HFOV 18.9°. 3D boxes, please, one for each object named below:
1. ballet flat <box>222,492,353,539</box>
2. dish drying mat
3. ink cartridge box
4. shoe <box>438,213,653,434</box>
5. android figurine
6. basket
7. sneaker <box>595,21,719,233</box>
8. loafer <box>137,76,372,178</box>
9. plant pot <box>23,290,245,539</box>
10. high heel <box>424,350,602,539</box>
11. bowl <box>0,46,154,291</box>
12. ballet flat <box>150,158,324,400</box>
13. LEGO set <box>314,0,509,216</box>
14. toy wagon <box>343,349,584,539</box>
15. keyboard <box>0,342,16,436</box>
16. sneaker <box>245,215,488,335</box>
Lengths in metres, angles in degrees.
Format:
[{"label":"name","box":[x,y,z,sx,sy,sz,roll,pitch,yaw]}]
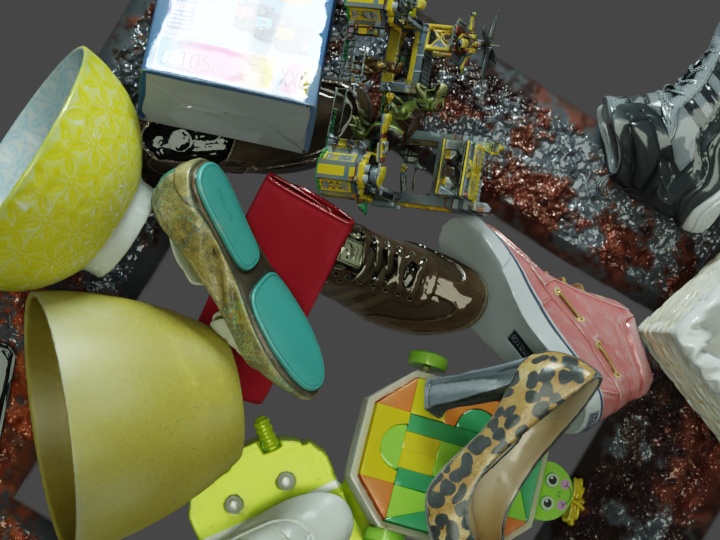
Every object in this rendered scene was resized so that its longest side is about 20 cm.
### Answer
[{"label":"ballet flat","box":[-0.095,0.234,1.669,0.199,0.069,0.070,-25,95,0]},{"label":"dish drying mat","box":[-0.073,0.017,1.669,0.076,0.018,0.201,29,125,3]},{"label":"ink cartridge box","box":[-0.087,-0.203,1.653,0.135,0.076,0.201,11,60,-5]},{"label":"shoe","box":[0.147,0.032,1.717,0.091,0.072,0.201,-21,69,-40]},{"label":"android figurine","box":[-0.062,0.216,1.725,0.181,0.041,0.201,-22,96,-2]},{"label":"basket","box":[0.348,0.057,1.671,0.198,0.161,0.200,-41,97,-8]},{"label":"sneaker","box":[0.252,-0.138,1.704,0.113,0.075,0.201,16,95,-7]},{"label":"loafer","box":[-0.087,-0.105,1.687,0.198,0.071,0.074,-12,94,-3]},{"label":"plant pot","box":[-0.168,0.106,1.647,0.141,0.200,0.202,-7,94,-17]},{"label":"high heel","box":[0.122,0.163,1.626,0.142,0.071,0.202,-12,73,26]},{"label":"bowl","box":[-0.219,-0.056,1.628,0.107,0.200,0.201,34,91,-17]},{"label":"ballet flat","box":[-0.095,0.011,1.624,0.070,0.071,0.201,-28,101,-2]},{"label":"LEGO set","box":[0.053,-0.125,1.648,0.115,0.154,0.201,7,76,22]},{"label":"toy wagon","box":[0.090,0.156,1.713,0.199,0.040,0.156,16,79,-11]},{"label":"keyboard","box":[-0.352,0.145,1.712,0.126,0.021,0.202,13,92,-10]},{"label":"sneaker","box":[0.000,0.000,1.676,0.199,0.076,0.071,16,84,9]}]
